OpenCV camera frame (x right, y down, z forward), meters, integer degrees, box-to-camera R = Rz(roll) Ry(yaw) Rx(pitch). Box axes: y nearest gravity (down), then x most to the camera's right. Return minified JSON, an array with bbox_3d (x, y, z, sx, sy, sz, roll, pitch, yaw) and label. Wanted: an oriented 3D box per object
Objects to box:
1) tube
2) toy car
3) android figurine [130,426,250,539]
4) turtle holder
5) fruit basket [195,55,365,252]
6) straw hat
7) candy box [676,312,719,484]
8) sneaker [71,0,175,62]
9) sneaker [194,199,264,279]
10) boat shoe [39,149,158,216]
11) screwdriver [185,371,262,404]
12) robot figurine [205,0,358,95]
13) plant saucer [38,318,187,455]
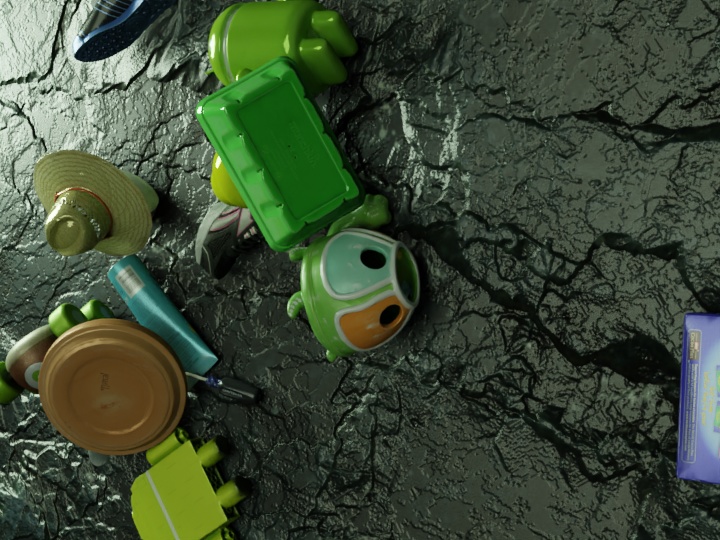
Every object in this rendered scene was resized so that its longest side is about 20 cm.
[{"bbox_3d":[-0.278,0.069,1.422,0.201,0.050,0.077,52,123,13],"label":"tube"},{"bbox_3d":[-0.394,0.171,1.438,0.164,0.158,0.201,-39,83,12],"label":"toy car"},{"bbox_3d":[-0.240,0.314,1.399,0.200,0.041,0.183,-39,72,23],"label":"android figurine"},{"bbox_3d":[0.004,0.011,1.219,0.131,0.186,0.142,-18,114,26],"label":"turtle holder"},{"bbox_3d":[-0.103,-0.132,1.210,0.155,0.216,0.217,-31,72,-9],"label":"fruit basket"},{"bbox_3d":[-0.389,-0.066,1.398,0.199,0.085,0.202,15,139,14],"label":"straw hat"},{"bbox_3d":[0.421,0.131,0.998,0.198,0.077,0.171,4,90,31],"label":"candy box"},{"bbox_3d":[-0.340,-0.378,1.449,0.199,0.070,0.079,-32,70,20],"label":"sneaker"},{"bbox_3d":[-0.140,-0.068,1.323,0.086,0.080,0.201,38,108,23],"label":"sneaker"},{"bbox_3d":[-0.375,-0.112,1.466,0.200,0.072,0.061,23,128,18],"label":"boat shoe"},{"bbox_3d":[-0.222,0.143,1.383,0.198,0.028,0.029,17,141,18],"label":"screwdriver"},{"bbox_3d":[-0.106,-0.278,1.281,0.198,0.116,0.177,7,66,31],"label":"robot figurine"},{"bbox_3d":[-0.333,0.162,1.368,0.198,0.032,0.203,-1,112,-3],"label":"plant saucer"}]
